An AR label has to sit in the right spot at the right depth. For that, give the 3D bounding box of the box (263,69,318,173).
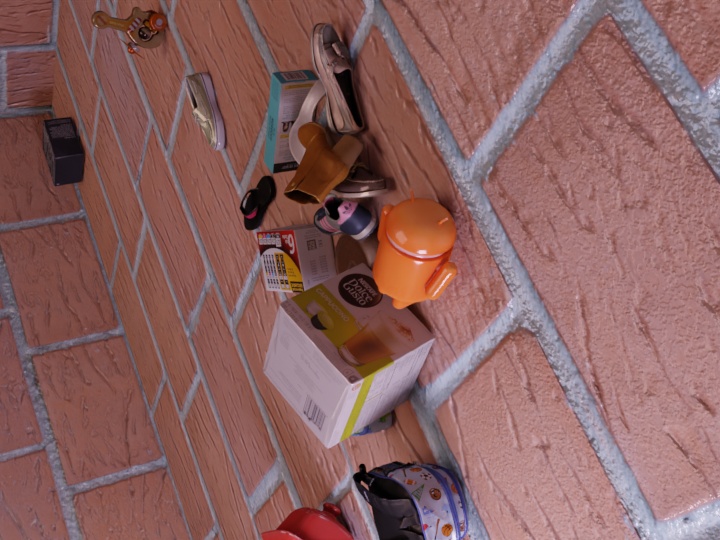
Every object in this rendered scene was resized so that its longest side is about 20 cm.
[{"bbox_3d":[-0.138,-0.291,1.797,0.049,0.082,0.200,53,143,42],"label":"box"}]

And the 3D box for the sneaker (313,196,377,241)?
[{"bbox_3d":[-0.044,-0.109,1.674,0.082,0.070,0.200,43,165,-27],"label":"sneaker"}]

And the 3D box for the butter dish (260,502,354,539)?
[{"bbox_3d":[-0.093,0.586,2.029,0.200,0.148,0.199,36,151,-9],"label":"butter dish"}]

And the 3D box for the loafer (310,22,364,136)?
[{"bbox_3d":[-0.033,-0.338,1.607,0.063,0.072,0.201,3,111,45],"label":"loafer"}]

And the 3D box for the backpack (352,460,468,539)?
[{"bbox_3d":[0.099,0.420,1.567,0.190,0.154,0.201,-13,96,71],"label":"backpack"}]

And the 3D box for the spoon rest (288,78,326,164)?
[{"bbox_3d":[-0.092,-0.270,1.729,0.099,0.061,0.200,39,136,22],"label":"spoon rest"}]

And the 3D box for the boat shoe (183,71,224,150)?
[{"bbox_3d":[-0.387,-0.390,2.255,0.072,0.062,0.201,-26,79,62],"label":"boat shoe"}]

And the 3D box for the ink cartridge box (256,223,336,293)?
[{"bbox_3d":[-0.129,-0.004,1.899,0.200,0.084,0.176,1,102,62],"label":"ink cartridge box"}]

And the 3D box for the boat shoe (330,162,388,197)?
[{"bbox_3d":[-0.016,-0.163,1.632,0.200,0.072,0.060,14,108,60],"label":"boat shoe"}]

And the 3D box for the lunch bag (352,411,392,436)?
[{"bbox_3d":[-0.021,0.244,1.803,0.200,0.082,0.161,-18,82,62],"label":"lunch bag"}]

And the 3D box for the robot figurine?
[{"bbox_3d":[0.086,-0.030,1.442,0.144,0.116,0.200,-90,10,-46],"label":"robot figurine"}]

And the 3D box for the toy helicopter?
[{"bbox_3d":[-0.625,-0.645,2.456,0.079,0.200,0.133,36,114,52],"label":"toy helicopter"}]

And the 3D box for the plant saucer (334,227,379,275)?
[{"bbox_3d":[0.000,0.000,1.706,0.200,0.037,0.201,37,133,53],"label":"plant saucer"}]

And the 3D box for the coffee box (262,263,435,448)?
[{"bbox_3d":[-0.024,0.146,1.599,0.200,0.198,0.200,46,142,25],"label":"coffee box"}]

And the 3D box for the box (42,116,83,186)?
[{"bbox_3d":[-1.225,-0.488,3.760,0.199,0.123,0.200,67,153,22],"label":"box"}]

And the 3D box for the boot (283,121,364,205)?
[{"bbox_3d":[-0.093,-0.187,1.623,0.201,0.144,0.071,22,158,53],"label":"boot"}]

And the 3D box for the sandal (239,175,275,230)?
[{"bbox_3d":[-0.247,-0.156,2.105,0.075,0.045,0.200,69,152,17],"label":"sandal"}]
